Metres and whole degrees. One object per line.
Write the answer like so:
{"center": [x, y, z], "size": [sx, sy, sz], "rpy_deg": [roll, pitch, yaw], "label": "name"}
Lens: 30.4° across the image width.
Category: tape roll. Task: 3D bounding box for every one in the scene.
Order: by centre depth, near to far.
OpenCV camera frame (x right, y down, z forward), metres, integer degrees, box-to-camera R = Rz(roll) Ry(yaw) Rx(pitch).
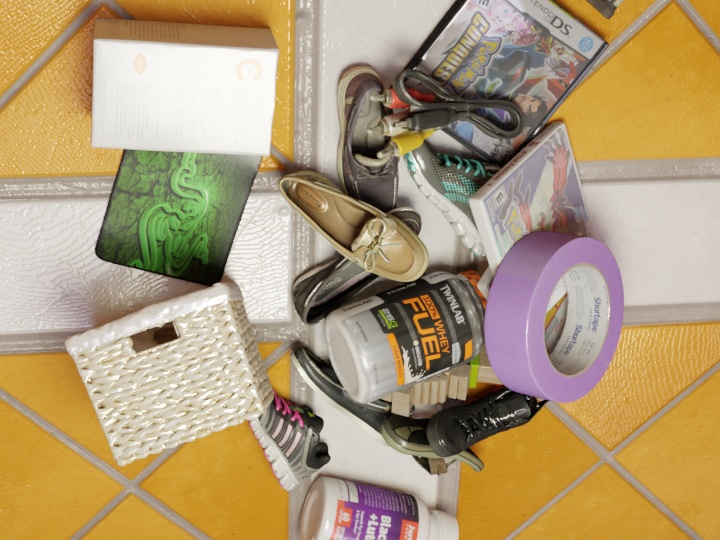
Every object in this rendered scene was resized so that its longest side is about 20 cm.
{"center": [0.235, 0.055, 1.594], "size": [0.200, 0.066, 0.201], "rpy_deg": [-12, 107, -44], "label": "tape roll"}

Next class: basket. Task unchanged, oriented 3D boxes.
{"center": [-0.217, 0.116, 1.566], "size": [0.198, 0.200, 0.161], "rpy_deg": [-19, 91, -1], "label": "basket"}

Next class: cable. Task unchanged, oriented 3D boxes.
{"center": [0.098, -0.188, 1.540], "size": [0.200, 0.050, 0.097], "rpy_deg": [-10, 98, -32], "label": "cable"}

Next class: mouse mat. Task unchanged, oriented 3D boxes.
{"center": [-0.219, -0.081, 1.597], "size": [0.161, 0.008, 0.200], "rpy_deg": [14, 115, -16], "label": "mouse mat"}

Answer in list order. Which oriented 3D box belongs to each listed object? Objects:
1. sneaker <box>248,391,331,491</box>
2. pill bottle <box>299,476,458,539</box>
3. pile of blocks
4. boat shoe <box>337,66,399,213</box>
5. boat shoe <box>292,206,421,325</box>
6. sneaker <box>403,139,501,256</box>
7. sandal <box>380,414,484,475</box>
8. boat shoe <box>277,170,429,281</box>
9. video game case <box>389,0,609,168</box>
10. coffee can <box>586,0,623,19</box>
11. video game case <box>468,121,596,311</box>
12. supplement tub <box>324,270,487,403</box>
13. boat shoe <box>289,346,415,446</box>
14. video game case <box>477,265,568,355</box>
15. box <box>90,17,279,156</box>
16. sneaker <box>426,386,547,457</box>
{"center": [-0.096, 0.195, 1.726], "size": [0.087, 0.074, 0.200], "rpy_deg": [-23, 121, -1], "label": "sneaker"}
{"center": [0.027, 0.353, 1.804], "size": [0.200, 0.111, 0.112], "rpy_deg": [14, 114, -16], "label": "pill bottle"}
{"center": [0.110, 0.137, 1.729], "size": [0.200, 0.082, 0.062], "rpy_deg": [-12, 138, -13], "label": "pile of blocks"}
{"center": [0.011, -0.139, 1.572], "size": [0.072, 0.065, 0.200], "rpy_deg": [-9, 120, -8], "label": "boat shoe"}
{"center": [0.000, 0.000, 1.628], "size": [0.200, 0.057, 0.067], "rpy_deg": [-36, 131, 22], "label": "boat shoe"}
{"center": [0.124, -0.109, 1.603], "size": [0.091, 0.078, 0.200], "rpy_deg": [-36, 126, 12], "label": "sneaker"}
{"center": [0.087, 0.235, 1.746], "size": [0.201, 0.080, 0.057], "rpy_deg": [20, 108, -46], "label": "sandal"}
{"center": [-0.012, -0.050, 1.563], "size": [0.200, 0.063, 0.073], "rpy_deg": [31, 100, 13], "label": "boat shoe"}
{"center": [0.164, -0.240, 1.568], "size": [0.181, 0.026, 0.200], "rpy_deg": [31, 108, -23], "label": "video game case"}
{"center": [0.284, -0.396, 1.439], "size": [0.146, 0.146, 0.200], "rpy_deg": [36, 106, -24], "label": "coffee can"}
{"center": [0.217, -0.050, 1.616], "size": [0.182, 0.023, 0.200], "rpy_deg": [-42, 125, -33], "label": "video game case"}
{"center": [0.066, 0.076, 1.647], "size": [0.200, 0.123, 0.123], "rpy_deg": [-21, 120, -18], "label": "supplement tub"}
{"center": [-0.012, 0.150, 1.719], "size": [0.200, 0.072, 0.068], "rpy_deg": [39, 100, -29], "label": "boat shoe"}
{"center": [0.235, 0.036, 1.677], "size": [0.200, 0.017, 0.143], "rpy_deg": [53, 59, -29], "label": "video game case"}
{"center": [-0.198, -0.205, 1.482], "size": [0.199, 0.098, 0.125], "rpy_deg": [2, 114, -10], "label": "box"}
{"center": [0.173, 0.185, 1.726], "size": [0.104, 0.200, 0.060], "rpy_deg": [-27, 82, 33], "label": "sneaker"}
